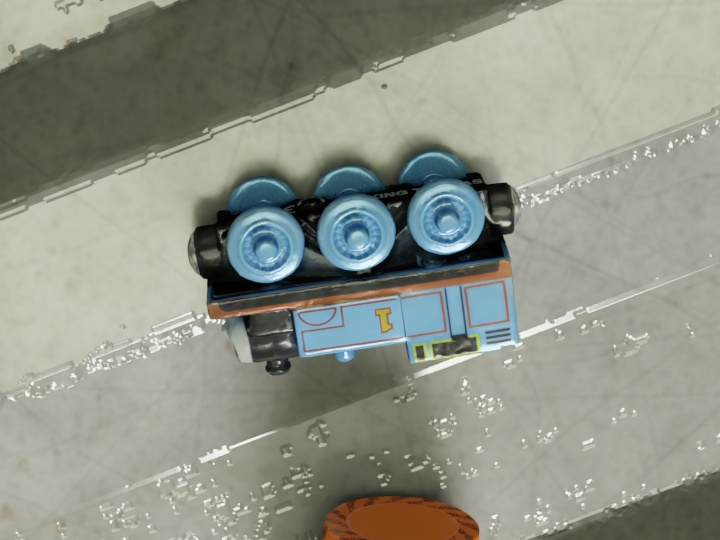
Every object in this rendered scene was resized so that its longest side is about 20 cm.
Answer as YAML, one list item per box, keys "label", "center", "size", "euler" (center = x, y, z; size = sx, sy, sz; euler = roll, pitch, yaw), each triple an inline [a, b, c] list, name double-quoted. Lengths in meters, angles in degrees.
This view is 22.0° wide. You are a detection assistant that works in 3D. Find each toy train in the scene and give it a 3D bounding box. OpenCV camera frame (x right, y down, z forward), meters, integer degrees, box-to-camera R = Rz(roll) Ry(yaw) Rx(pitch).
- label: "toy train"
  center: [0.000, 0.000, 1.097]
  size: [0.198, 0.087, 0.115]
  euler: [-9, 110, -1]

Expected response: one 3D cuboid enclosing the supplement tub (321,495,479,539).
- label: "supplement tub"
  center: [0.020, 0.249, 1.138]
  size: [0.121, 0.123, 0.202]
  euler: [1, 104, -4]
